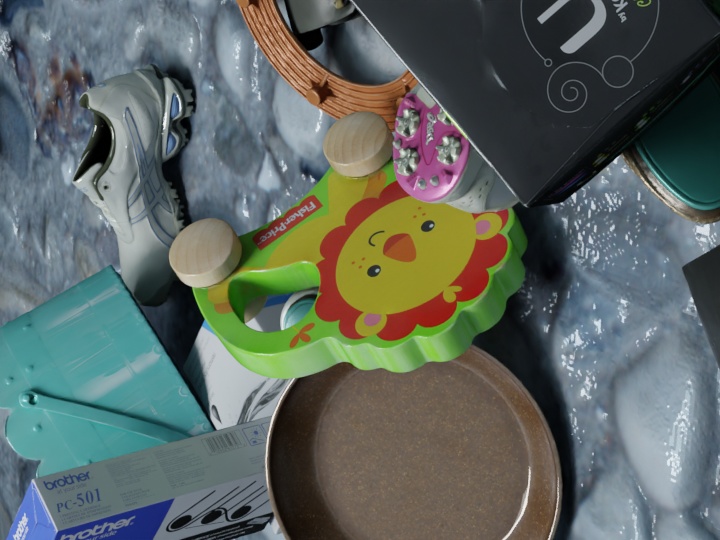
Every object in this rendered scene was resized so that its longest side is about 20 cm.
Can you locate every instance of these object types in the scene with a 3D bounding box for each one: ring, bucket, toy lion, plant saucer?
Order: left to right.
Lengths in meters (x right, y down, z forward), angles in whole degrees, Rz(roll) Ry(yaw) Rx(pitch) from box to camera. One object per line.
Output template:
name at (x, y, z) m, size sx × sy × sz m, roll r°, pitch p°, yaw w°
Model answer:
bucket at (-0.203, 0.106, 1.496) m, size 0.208 × 0.134 × 0.207 m, roll 57°, pitch 175°, yaw 8°
ring at (-0.015, -0.178, 1.261) m, size 0.199 × 0.019 × 0.202 m, roll 26°, pitch 135°, yaw 29°
toy lion at (0.000, 0.000, 1.220) m, size 0.192 × 0.199 × 0.069 m, roll 52°, pitch 175°, yaw 44°
plant saucer at (0.036, 0.129, 1.247) m, size 0.198 × 0.037 × 0.202 m, roll 4°, pitch 104°, yaw 15°

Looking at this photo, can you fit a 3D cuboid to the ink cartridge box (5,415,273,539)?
ink cartridge box at (-0.140, 0.161, 1.312) m, size 0.044 × 0.199 × 0.094 m, roll 58°, pitch 139°, yaw 26°

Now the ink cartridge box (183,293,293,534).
ink cartridge box at (-0.045, 0.106, 1.396) m, size 0.201 × 0.066 × 0.116 m, roll 57°, pitch 139°, yaw 29°

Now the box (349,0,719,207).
box at (0.089, -0.124, 0.941) m, size 0.124 × 0.200 × 0.149 m, roll -41°, pitch 84°, yaw 10°

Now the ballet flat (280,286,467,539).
ballet flat at (0.019, 0.092, 1.298) m, size 0.201 × 0.069 × 0.069 m, roll 56°, pitch 142°, yaw -1°

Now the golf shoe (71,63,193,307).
golf shoe at (-0.193, -0.063, 1.541) m, size 0.078 × 0.097 × 0.202 m, roll 24°, pitch 119°, yaw 48°

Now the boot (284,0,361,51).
boot at (-0.007, -0.236, 1.269) m, size 0.200 × 0.077 × 0.140 m, roll -17°, pitch 91°, yaw 65°

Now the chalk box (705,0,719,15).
chalk box at (0.261, -0.181, 0.848) m, size 0.124 × 0.124 × 0.201 m, roll 46°, pitch 132°, yaw 38°

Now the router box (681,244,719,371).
router box at (0.256, 0.060, 0.972) m, size 0.149 × 0.051 × 0.202 m, roll -35°, pitch 69°, yaw 54°

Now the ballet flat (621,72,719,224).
ballet flat at (0.157, -0.106, 1.078) m, size 0.065 × 0.070 × 0.201 m, roll 93°, pitch 157°, yaw -67°

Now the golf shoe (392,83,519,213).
golf shoe at (0.076, -0.130, 1.169) m, size 0.075 × 0.091 × 0.202 m, roll 1°, pitch 76°, yaw 47°
